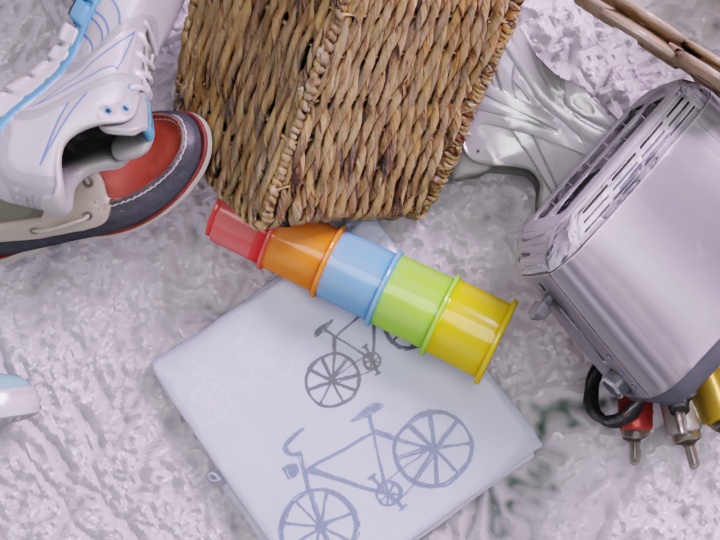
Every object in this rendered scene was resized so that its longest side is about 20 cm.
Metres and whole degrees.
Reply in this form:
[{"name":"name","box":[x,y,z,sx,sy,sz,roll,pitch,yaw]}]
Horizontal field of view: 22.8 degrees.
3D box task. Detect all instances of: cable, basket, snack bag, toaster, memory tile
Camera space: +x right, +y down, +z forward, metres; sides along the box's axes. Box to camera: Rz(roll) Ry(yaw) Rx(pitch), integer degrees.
[{"name":"cable","box":[0.191,0.030,1.169,0.097,0.050,0.200,-7,72,12]},{"name":"basket","box":[-0.014,-0.140,1.109,0.143,0.149,0.200,46,128,37]},{"name":"snack bag","box":[-0.014,0.089,1.158,0.188,0.021,0.200,-36,84,-5]},{"name":"toaster","box":[0.190,-0.025,1.081,0.129,0.114,0.200,44,83,-8]},{"name":"memory tile","box":[0.215,-0.114,1.072,0.200,0.153,0.017,31,99,-15]}]

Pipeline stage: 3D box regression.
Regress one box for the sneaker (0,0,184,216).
[{"name":"sneaker","box":[-0.146,-0.107,1.059,0.087,0.075,0.200,23,66,23]}]

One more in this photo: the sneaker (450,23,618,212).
[{"name":"sneaker","box":[0.079,-0.109,1.152,0.200,0.078,0.099,43,89,3]}]

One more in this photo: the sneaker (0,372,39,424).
[{"name":"sneaker","box":[-0.301,0.056,1.128,0.200,0.074,0.082,4,88,-2]}]

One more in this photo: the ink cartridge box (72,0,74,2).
[{"name":"ink cartridge box","box":[-0.173,-0.275,1.154,0.146,0.086,0.200,-37,88,-4]}]

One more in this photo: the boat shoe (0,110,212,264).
[{"name":"boat shoe","box":[-0.187,-0.054,1.109,0.200,0.063,0.071,-18,66,22]}]

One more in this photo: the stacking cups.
[{"name":"stacking cups","box":[0.000,0.000,1.136,0.200,0.061,0.061,28,85,7]}]
